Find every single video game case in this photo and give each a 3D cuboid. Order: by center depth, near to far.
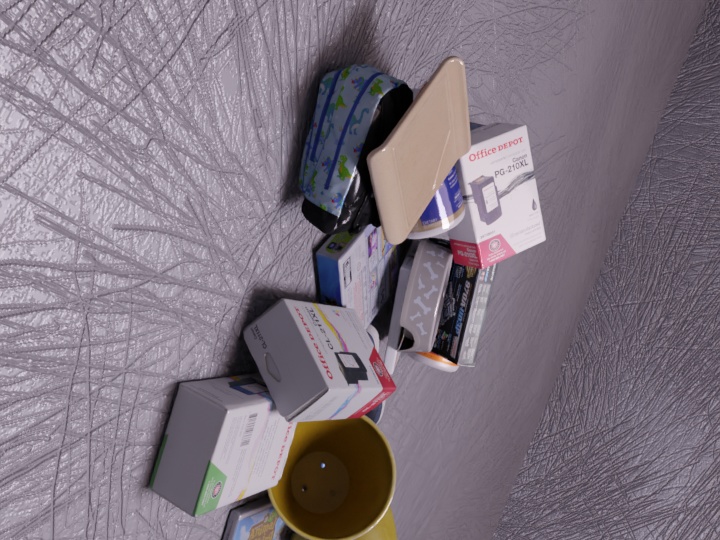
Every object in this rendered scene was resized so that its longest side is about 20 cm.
[{"bbox_3d":[0.000,0.000,1.378,0.182,0.045,0.202,-50,149,-39],"label":"video game case"},{"bbox_3d":[-0.171,0.453,1.399,0.199,0.022,0.185,4,105,-64],"label":"video game case"},{"bbox_3d":[0.079,0.056,1.549,0.182,0.023,0.203,-60,161,-66],"label":"video game case"}]

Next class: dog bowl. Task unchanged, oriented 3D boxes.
[{"bbox_3d":[0.111,0.047,1.474,0.200,0.058,0.203,14,90,-81],"label":"dog bowl"}]

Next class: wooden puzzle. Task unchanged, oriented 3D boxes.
[{"bbox_3d":[0.079,-0.160,1.160,0.201,0.037,0.186,-51,150,-24],"label":"wooden puzzle"}]

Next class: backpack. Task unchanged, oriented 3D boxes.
[{"bbox_3d":[-0.003,-0.170,1.159,0.162,0.153,0.201,-22,147,-52],"label":"backpack"}]

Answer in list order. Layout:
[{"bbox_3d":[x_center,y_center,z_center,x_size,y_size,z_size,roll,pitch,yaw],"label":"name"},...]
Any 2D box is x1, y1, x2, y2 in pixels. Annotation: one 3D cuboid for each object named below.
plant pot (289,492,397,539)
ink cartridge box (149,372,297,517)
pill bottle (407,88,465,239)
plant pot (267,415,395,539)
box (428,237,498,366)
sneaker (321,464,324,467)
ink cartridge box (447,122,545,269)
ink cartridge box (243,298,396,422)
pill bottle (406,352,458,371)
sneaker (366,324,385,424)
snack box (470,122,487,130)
[{"bbox_3d":[-0.017,0.448,1.508,0.201,0.197,0.143,76,26,-51],"label":"plant pot"},{"bbox_3d":[-0.171,0.223,1.151,0.199,0.087,0.147,4,106,-63],"label":"ink cartridge box"},{"bbox_3d":[0.081,-0.160,1.297,0.116,0.114,0.202,-43,123,-44],"label":"pill bottle"},{"bbox_3d":[-0.055,0.325,1.362,0.201,0.198,0.142,-59,179,-21],"label":"plant pot"},{"bbox_3d":[0.165,0.054,1.575,0.045,0.158,0.203,7,99,-34],"label":"box"},{"bbox_3d":[-0.019,0.327,1.546,0.199,0.081,0.075,-12,121,-59],"label":"sneaker"},{"bbox_3d":[0.210,-0.125,1.420,0.143,0.084,0.203,-23,109,-26],"label":"ink cartridge box"},{"bbox_3d":[-0.053,0.128,1.215,0.082,0.147,0.199,-37,158,20],"label":"ink cartridge box"},{"bbox_3d":[0.171,0.089,1.719,0.113,0.112,0.203,8,101,-65],"label":"pill bottle"},{"bbox_3d":[-0.016,0.209,1.452,0.146,0.076,0.205,-54,143,-54],"label":"sneaker"},{"bbox_3d":[0.196,-0.168,1.563,0.200,0.067,0.171,-8,111,-81],"label":"snack box"}]
